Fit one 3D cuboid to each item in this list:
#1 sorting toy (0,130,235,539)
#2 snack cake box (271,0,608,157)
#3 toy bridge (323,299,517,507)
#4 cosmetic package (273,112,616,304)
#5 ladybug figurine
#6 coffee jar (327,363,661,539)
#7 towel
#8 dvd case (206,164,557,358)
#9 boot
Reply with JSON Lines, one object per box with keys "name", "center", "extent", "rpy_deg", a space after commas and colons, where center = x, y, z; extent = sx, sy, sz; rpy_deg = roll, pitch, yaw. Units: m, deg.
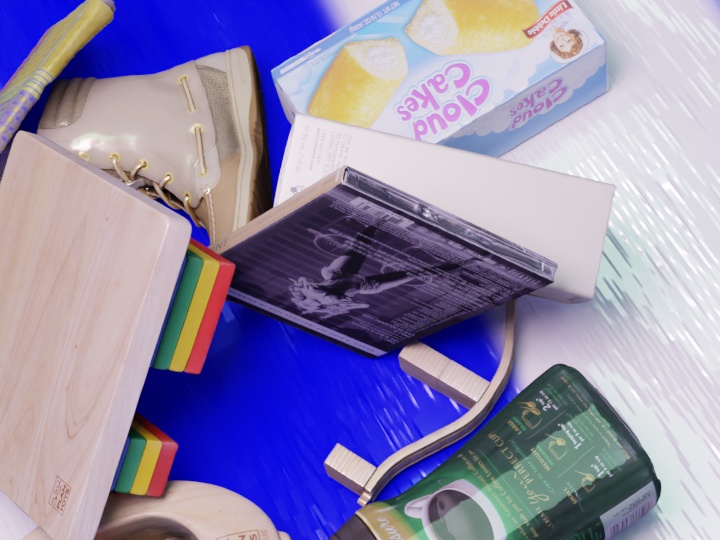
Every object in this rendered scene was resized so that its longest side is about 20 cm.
{"name": "sorting toy", "center": [-0.169, 0.040, 1.147], "extent": [0.198, 0.069, 0.202], "rpy_deg": [28, 103, 49]}
{"name": "snack cake box", "center": [0.055, -0.128, 1.260], "extent": [0.199, 0.067, 0.115], "rpy_deg": [-32, 64, -7]}
{"name": "toy bridge", "center": [0.055, 0.069, 1.190], "extent": [0.067, 0.027, 0.201], "rpy_deg": [29, 71, 18]}
{"name": "cosmetic package", "center": [0.048, -0.036, 1.148], "extent": [0.198, 0.104, 0.074], "rpy_deg": [13, 87, -1]}
{"name": "ladybug figurine", "center": [-0.133, 0.202, 1.128], "extent": [0.198, 0.072, 0.137], "rpy_deg": [-16, 63, 0]}
{"name": "coffee jar", "center": [0.075, 0.153, 1.116], "extent": [0.199, 0.085, 0.105], "rpy_deg": [-35, 69, -10]}
{"name": "towel", "center": [-0.239, -0.101, 1.256], "extent": [0.023, 0.143, 0.201], "rpy_deg": [39, 73, -17]}
{"name": "dvd case", "center": [0.000, 0.000, 1.107], "extent": [0.148, 0.200, 0.016], "rpy_deg": [23, 63, -25]}
{"name": "boot", "center": [-0.139, -0.058, 1.247], "extent": [0.154, 0.073, 0.202], "rpy_deg": [-7, 58, 3]}
